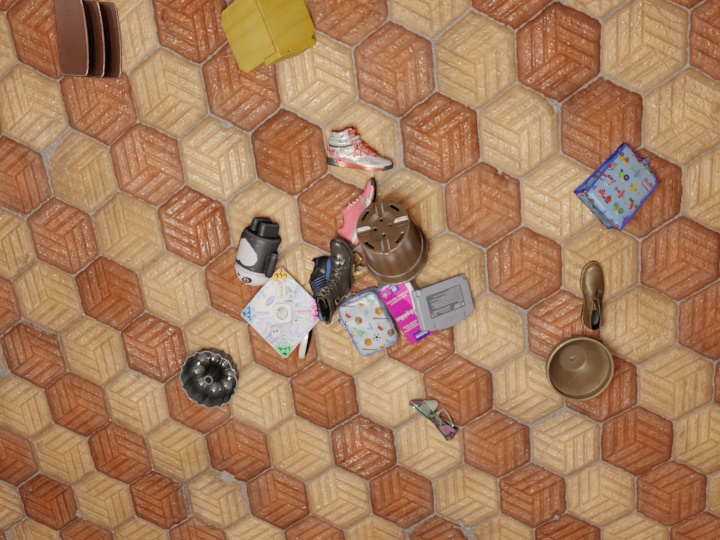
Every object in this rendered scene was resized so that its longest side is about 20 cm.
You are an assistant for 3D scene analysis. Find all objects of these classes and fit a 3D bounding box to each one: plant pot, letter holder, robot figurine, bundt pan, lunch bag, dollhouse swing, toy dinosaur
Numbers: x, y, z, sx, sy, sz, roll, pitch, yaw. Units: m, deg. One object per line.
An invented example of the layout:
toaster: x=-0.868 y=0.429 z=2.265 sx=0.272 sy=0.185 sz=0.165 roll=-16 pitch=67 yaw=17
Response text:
plant pot: x=0.654 y=0.283 z=1.671 sx=0.194 sy=0.093 sz=0.207 roll=1 pitch=105 yaw=5
letter holder: x=-0.760 y=-0.651 z=1.548 sx=0.138 sy=0.101 sz=0.206 roll=4 pitch=106 yaw=3
robot figurine: x=-0.309 y=-0.055 z=1.655 sx=0.122 sy=0.151 sz=0.205 roll=15 pitch=107 yaw=-12
bundt pan: x=-0.488 y=0.345 z=1.812 sx=0.195 sy=0.076 sz=0.208 roll=2 pitch=106 yaw=6
lunch bag: x=0.019 y=0.157 z=1.710 sx=0.157 sy=0.076 sz=0.204 roll=-24 pitch=103 yaw=14
plant pot: x=0.082 y=-0.086 z=1.530 sx=0.194 sy=0.199 sz=0.206 roll=-5 pitch=71 yaw=13
lunch bag: x=0.724 y=-0.239 z=1.526 sx=0.150 sy=0.094 sz=0.200 roll=43 pitch=96 yaw=-5
dollhouse swing: x=-0.258 y=-0.675 z=1.524 sx=0.180 sy=0.174 sz=0.204 roll=-31 pitch=104 yaw=-29
toy dinosaur: x=0.000 y=0.000 z=1.674 sx=0.197 sy=0.061 sz=0.108 roll=-21 pitch=107 yaw=34

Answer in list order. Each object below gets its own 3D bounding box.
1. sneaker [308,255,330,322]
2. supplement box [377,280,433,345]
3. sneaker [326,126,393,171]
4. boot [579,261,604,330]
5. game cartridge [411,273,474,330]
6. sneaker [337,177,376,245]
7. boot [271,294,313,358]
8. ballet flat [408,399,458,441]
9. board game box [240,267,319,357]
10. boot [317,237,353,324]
sneaker: x=-0.120 y=0.056 z=1.670 sx=0.076 sy=0.070 sz=0.206 roll=-1 pitch=72 yaw=18
supplement box: x=0.143 y=0.104 z=1.668 sx=0.100 sy=0.104 sz=0.202 roll=-31 pitch=102 yaw=12
sneaker: x=0.000 y=-0.349 z=1.572 sx=0.195 sy=0.067 sz=0.111 roll=7 pitch=109 yaw=6
boot: x=0.689 y=0.078 z=1.619 sx=0.071 sy=0.076 sz=0.206 roll=-3 pitch=104 yaw=8
game cartridge: x=0.245 y=0.100 z=1.627 sx=0.196 sy=0.041 sz=0.137 roll=-17 pitch=97 yaw=-28
sneaker: x=-0.012 y=-0.179 z=1.618 sx=0.085 sy=0.074 sz=0.205 roll=20 pitch=107 yaw=1
boot: x=-0.224 y=0.172 z=1.743 sx=0.140 sy=0.072 sz=0.206 roll=5 pitch=98 yaw=5
ballet flat: x=0.242 y=0.468 z=1.785 sx=0.200 sy=0.069 sz=0.071 roll=44 pitch=87 yaw=-11
board game box: x=-0.241 y=0.132 z=1.695 sx=0.200 sy=0.026 sz=0.201 roll=43 pitch=97 yaw=2
boot: x=-0.077 y=0.030 z=1.581 sx=0.067 sy=0.175 sz=0.205 roll=3 pitch=121 yaw=23
